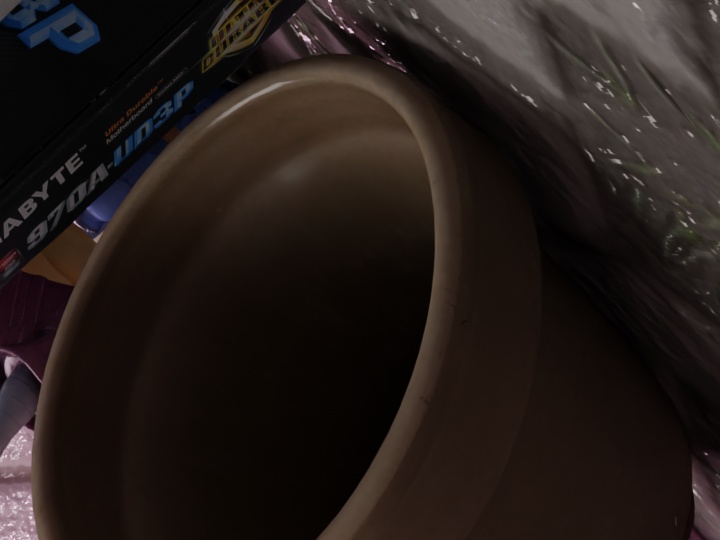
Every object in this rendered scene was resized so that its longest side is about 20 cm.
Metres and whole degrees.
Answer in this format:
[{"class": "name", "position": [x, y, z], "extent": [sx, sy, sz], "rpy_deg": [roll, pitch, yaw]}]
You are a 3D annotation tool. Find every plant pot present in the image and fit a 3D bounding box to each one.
[{"class": "plant pot", "position": [0.015, 0.053, 0.712], "extent": [0.174, 0.201, 0.200], "rpy_deg": [29, -176, -39]}]

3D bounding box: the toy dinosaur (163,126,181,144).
[{"class": "toy dinosaur", "position": [-0.018, 0.016, 0.850], "extent": [0.200, 0.060, 0.106], "rpy_deg": [41, 137, 1]}]

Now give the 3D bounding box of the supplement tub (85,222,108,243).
[{"class": "supplement tub", "position": [-0.181, -0.094, 1.002], "extent": [0.200, 0.145, 0.145], "rpy_deg": [48, 171, -23]}]

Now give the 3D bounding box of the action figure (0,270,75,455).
[{"class": "action figure", "position": [-0.138, 0.020, 0.797], "extent": [0.199, 0.150, 0.134], "rpy_deg": [12, 174, -6]}]

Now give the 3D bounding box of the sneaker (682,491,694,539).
[{"class": "sneaker", "position": [0.083, 0.071, 0.859], "extent": [0.075, 0.071, 0.200], "rpy_deg": [20, -175, -34]}]

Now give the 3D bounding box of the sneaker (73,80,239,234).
[{"class": "sneaker", "position": [-0.089, -0.060, 0.859], "extent": [0.066, 0.078, 0.200], "rpy_deg": [51, -172, 9]}]

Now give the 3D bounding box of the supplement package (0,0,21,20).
[{"class": "supplement package", "position": [-0.170, -0.123, 0.622], "extent": [0.117, 0.200, 0.117], "rpy_deg": [39, 170, 33]}]

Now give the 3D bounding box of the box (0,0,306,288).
[{"class": "box", "position": [-0.143, -0.105, 0.718], "extent": [0.200, 0.159, 0.046], "rpy_deg": [42, 168, 22]}]

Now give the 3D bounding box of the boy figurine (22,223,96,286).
[{"class": "boy figurine", "position": [-0.139, -0.014, 0.877], "extent": [0.200, 0.064, 0.124], "rpy_deg": [48, -174, 4]}]
